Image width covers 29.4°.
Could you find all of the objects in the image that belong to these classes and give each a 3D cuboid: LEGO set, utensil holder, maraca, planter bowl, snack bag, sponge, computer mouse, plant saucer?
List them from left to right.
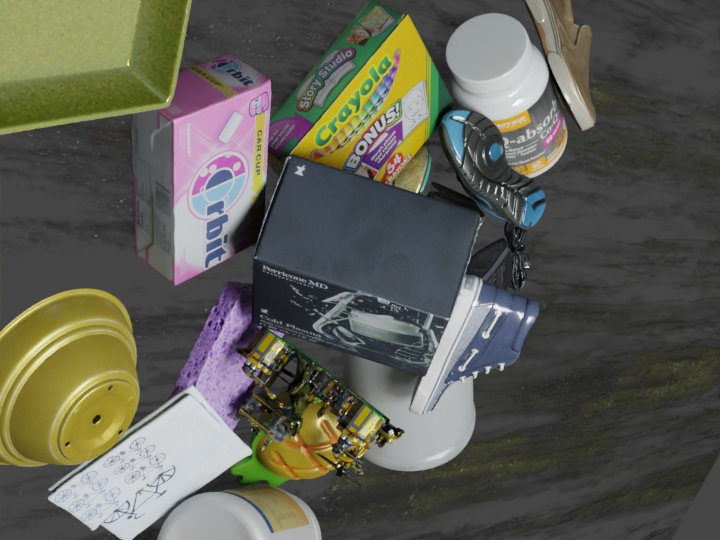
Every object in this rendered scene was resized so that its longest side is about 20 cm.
[{"bbox_3d":[-0.275,0.124,1.314,0.200,0.083,0.200,-34,142,-31],"label":"planter bowl"},{"bbox_3d":[-0.224,-0.218,1.097,0.200,0.048,0.200,-18,133,-46],"label":"plant saucer"},{"bbox_3d":[-0.223,0.220,1.490,0.189,0.021,0.200,-36,149,-5],"label":"snack bag"},{"bbox_3d":[-0.149,0.107,1.522,0.112,0.030,0.200,11,111,-57],"label":"sponge"},{"bbox_3d":[-0.075,0.204,1.649,0.137,0.107,0.200,13,133,-35],"label":"maraca"},{"bbox_3d":[-0.065,0.162,1.496,0.116,0.200,0.154,-53,174,-3],"label":"LEGO set"},{"bbox_3d":[0.059,0.119,1.687,0.170,0.170,0.200,-35,142,-30],"label":"utensil holder"},{"bbox_3d":[0.163,0.015,1.852,0.200,0.053,0.139,-47,148,-38],"label":"computer mouse"}]

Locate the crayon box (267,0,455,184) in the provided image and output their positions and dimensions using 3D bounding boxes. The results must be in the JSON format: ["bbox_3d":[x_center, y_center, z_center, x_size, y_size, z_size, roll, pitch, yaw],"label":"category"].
[{"bbox_3d":[-0.003,-0.157,1.447,0.200,0.058,0.173,-51,149,-8],"label":"crayon box"}]

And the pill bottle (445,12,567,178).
[{"bbox_3d":[0.167,-0.200,1.585,0.116,0.116,0.200,-50,149,-10],"label":"pill bottle"}]

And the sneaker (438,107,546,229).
[{"bbox_3d":[0.133,-0.114,1.566,0.073,0.082,0.200,-57,135,-15],"label":"sneaker"}]

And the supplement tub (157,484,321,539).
[{"bbox_3d":[-0.137,0.328,1.617,0.145,0.145,0.200,-59,161,6],"label":"supplement tub"}]

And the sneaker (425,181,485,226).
[{"bbox_3d":[0.083,-0.032,1.603,0.200,0.084,0.121,-72,-174,-80],"label":"sneaker"}]

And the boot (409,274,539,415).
[{"bbox_3d":[0.122,0.098,1.509,0.073,0.090,0.200,-72,-177,-49],"label":"boot"}]

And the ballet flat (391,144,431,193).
[{"bbox_3d":[0.021,-0.056,1.579,0.071,0.071,0.200,-5,121,-52],"label":"ballet flat"}]

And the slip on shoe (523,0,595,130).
[{"bbox_3d":[0.236,-0.260,1.561,0.061,0.200,0.076,-21,174,8],"label":"slip on shoe"}]

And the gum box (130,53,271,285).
[{"bbox_3d":[-0.151,-0.090,1.297,0.113,0.066,0.200,-28,140,-35],"label":"gum box"}]

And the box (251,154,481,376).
[{"bbox_3d":[0.000,0.000,1.388,0.197,0.200,0.124,102,6,-67],"label":"box"}]
